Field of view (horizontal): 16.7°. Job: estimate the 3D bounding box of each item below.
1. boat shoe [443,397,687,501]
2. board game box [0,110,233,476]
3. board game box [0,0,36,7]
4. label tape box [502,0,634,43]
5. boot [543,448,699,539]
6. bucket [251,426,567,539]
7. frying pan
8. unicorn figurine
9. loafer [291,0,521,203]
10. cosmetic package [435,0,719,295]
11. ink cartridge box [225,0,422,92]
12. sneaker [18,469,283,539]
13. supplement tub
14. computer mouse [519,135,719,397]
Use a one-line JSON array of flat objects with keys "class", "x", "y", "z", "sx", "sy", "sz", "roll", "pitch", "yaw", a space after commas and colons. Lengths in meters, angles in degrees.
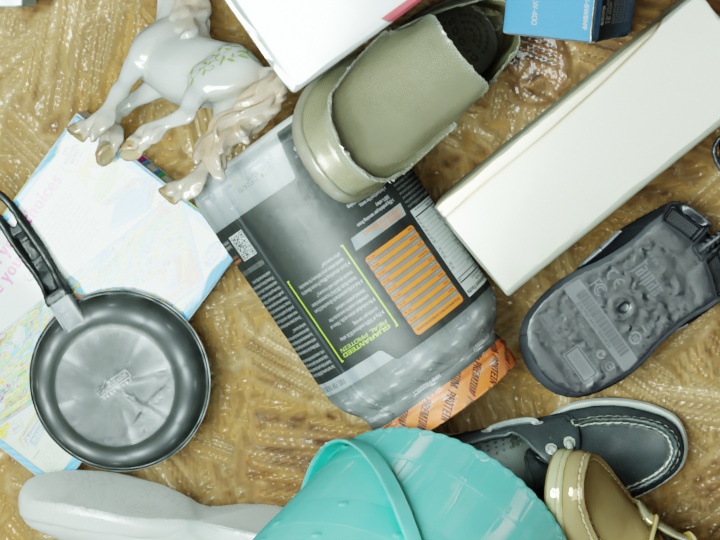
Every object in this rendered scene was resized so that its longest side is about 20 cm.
[{"class": "boat shoe", "x": 0.105, "y": 0.126, "z": 1.519, "sx": 0.199, "sy": 0.060, "sz": 0.076, "roll": -13, "pitch": 95, "yaw": 6}, {"class": "board game box", "x": -0.182, "y": 0.020, "z": 1.544, "sx": 0.134, "sy": 0.034, "sz": 0.200, "roll": 38, "pitch": 99, "yaw": -1}, {"class": "board game box", "x": -0.274, "y": -0.263, "z": 1.503, "sx": 0.147, "sy": 0.064, "sz": 0.201, "roll": 2, "pitch": 99, "yaw": 4}, {"class": "label tape box", "x": 0.122, "y": -0.206, "z": 1.404, "sx": 0.063, "sy": 0.200, "sz": 0.145, "roll": 7, "pitch": 98, "yaw": 12}, {"class": "boot", "x": 0.207, "y": 0.174, "z": 1.453, "sx": 0.155, "sy": 0.073, "sz": 0.200, "roll": -8, "pitch": 129, "yaw": 33}, {"class": "bucket", "x": 0.020, "y": 0.200, "z": 1.432, "sx": 0.206, "sy": 0.135, "sz": 0.208, "roll": 19, "pitch": 133, "yaw": 22}, {"class": "frying pan", "x": -0.158, "y": 0.033, "z": 1.514, "sx": 0.114, "sy": 0.031, "sz": 0.191, "roll": -12, "pitch": 99, "yaw": 5}, {"class": "unicorn figurine", "x": -0.115, "y": -0.122, "z": 1.475, "sx": 0.200, "sy": 0.074, "sz": 0.138, "roll": 32, "pitch": 78, "yaw": 30}, {"class": "loafer", "x": 0.030, "y": -0.111, "z": 1.430, "sx": 0.076, "sy": 0.200, "sz": 0.068, "roll": 50, "pitch": 135, "yaw": -9}, {"class": "cosmetic package", "x": 0.145, "y": -0.078, "z": 1.470, "sx": 0.200, "sy": 0.104, "sz": 0.073, "roll": -40, "pitch": 92, "yaw": 7}, {"class": "ink cartridge box", "x": 0.002, "y": -0.185, "z": 1.420, "sx": 0.146, "sy": 0.200, "sz": 0.083, "roll": -35, "pitch": 96, "yaw": 9}, {"class": "sneaker", "x": -0.121, "y": 0.184, "z": 1.530, "sx": 0.199, "sy": 0.075, "sz": 0.089, "roll": 14, "pitch": 106, "yaw": -10}, {"class": "supplement tub", "x": 0.000, "y": 0.000, "z": 1.482, "sx": 0.122, "sy": 0.123, "sz": 0.200, "roll": -33, "pitch": 93, "yaw": 8}, {"class": "computer mouse", "x": 0.203, "y": 0.023, "z": 1.510, "sx": 0.200, "sy": 0.046, "sz": 0.141, "roll": -42, "pitch": 97, "yaw": 3}]
